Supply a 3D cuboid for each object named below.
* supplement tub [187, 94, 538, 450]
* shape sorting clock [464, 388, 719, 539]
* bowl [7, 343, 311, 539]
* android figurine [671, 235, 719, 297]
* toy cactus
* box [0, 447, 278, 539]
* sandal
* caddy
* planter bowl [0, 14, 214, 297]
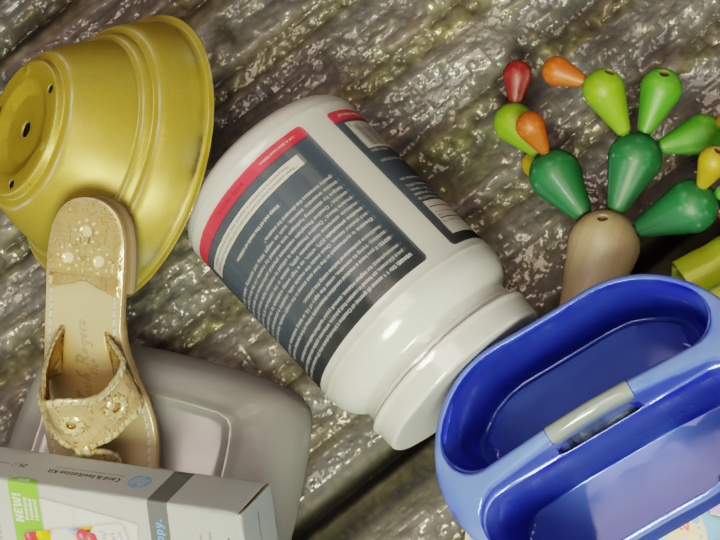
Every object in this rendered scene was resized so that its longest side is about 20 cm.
[{"bbox_3d":[0.000,0.000,1.081,0.140,0.140,0.200,-43,74,-2],"label":"supplement tub"},{"bbox_3d":[0.160,0.172,1.048,0.200,0.039,0.200,-3,83,22],"label":"shape sorting clock"},{"bbox_3d":[-0.146,0.147,1.109,0.200,0.075,0.200,13,81,13],"label":"bowl"},{"bbox_3d":[0.275,0.054,1.075,0.200,0.041,0.182,-28,74,5],"label":"android figurine"},{"bbox_3d":[0.165,-0.050,1.092,0.200,0.102,0.165,18,86,17],"label":"toy cactus"},{"bbox_3d":[-0.140,0.190,1.016,0.200,0.041,0.156,5,114,25],"label":"box"},{"bbox_3d":[-0.171,0.062,1.026,0.078,0.070,0.212,0,96,18],"label":"sandal"},{"bbox_3d":[0.142,0.091,0.996,0.200,0.105,0.141,-32,67,8],"label":"caddy"},{"bbox_3d":[-0.186,-0.081,1.107,0.200,0.083,0.201,-21,61,46],"label":"planter bowl"}]
